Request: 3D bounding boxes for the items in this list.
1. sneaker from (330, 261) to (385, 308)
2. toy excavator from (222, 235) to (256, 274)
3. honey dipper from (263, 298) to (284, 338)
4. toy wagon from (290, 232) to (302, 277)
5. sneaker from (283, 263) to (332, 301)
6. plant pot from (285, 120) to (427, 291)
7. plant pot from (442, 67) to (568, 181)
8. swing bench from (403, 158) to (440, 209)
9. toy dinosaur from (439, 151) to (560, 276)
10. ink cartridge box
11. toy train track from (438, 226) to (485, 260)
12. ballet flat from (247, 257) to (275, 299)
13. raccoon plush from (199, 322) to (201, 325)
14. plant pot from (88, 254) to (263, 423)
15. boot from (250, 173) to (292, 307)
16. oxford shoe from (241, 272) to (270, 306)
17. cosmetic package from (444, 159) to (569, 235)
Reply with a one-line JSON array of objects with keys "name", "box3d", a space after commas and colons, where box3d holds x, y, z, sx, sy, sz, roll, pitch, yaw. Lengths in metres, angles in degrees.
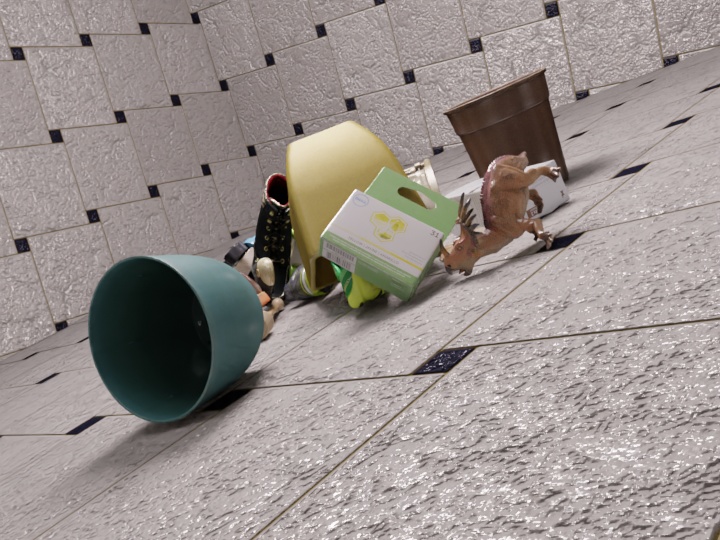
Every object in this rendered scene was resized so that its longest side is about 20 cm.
[{"name": "sneaker", "box3d": [0.000, 0.000, 1.197, 0.073, 0.085, 0.200, -23, 5, -1]}, {"name": "toy excavator", "box3d": [-0.209, -0.021, 1.656, 0.194, 0.100, 0.200, -44, 6, 48]}, {"name": "honey dipper", "box3d": [-0.151, 0.071, 1.333, 0.037, 0.038, 0.200, -22, 8, 7]}, {"name": "toy wagon", "box3d": [-0.130, -0.035, 1.598, 0.039, 0.202, 0.156, 6, -40, -12]}, {"name": "sneaker", "box3d": [-0.080, 0.000, 1.456, 0.080, 0.075, 0.200, -24, 7, 24]}, {"name": "plant pot", "box3d": [-0.029, -0.114, 1.295, 0.193, 0.202, 0.195, -23, -14, -9]}, {"name": "plant pot", "box3d": [0.275, -0.234, 1.475, 0.198, 0.201, 0.200, -22, 10, 4]}, {"name": "swing bench", "box3d": [0.063, -0.116, 1.556, 0.196, 0.131, 0.200, -21, 9, 8]}, {"name": "toy dinosaur", "box3d": [0.183, -0.091, 1.069, 0.133, 0.203, 0.086, 14, -20, -3]}, {"name": "ink cartridge box", "box3d": [0.051, -0.068, 1.127, 0.201, 0.144, 0.048, -55, -13, -33]}, {"name": "toy train track", "box3d": [0.114, -0.039, 1.300, 0.198, 0.033, 0.115, -20, 10, 30]}, {"name": "ballet flat", "box3d": [-0.195, 0.039, 1.417, 0.056, 0.067, 0.200, -2, -27, -30]}, {"name": "raccoon plush", "box3d": [-0.250, 0.068, 1.333, 0.134, 0.097, 0.199, -40, 15, -22]}, {"name": "plant pot", "box3d": [-0.216, 0.073, 1.035, 0.198, 0.204, 0.160, -18, -1, 30]}, {"name": "boot", "box3d": [-0.155, -0.055, 1.456, 0.072, 0.206, 0.154, 3, -32, -11]}, {"name": "oxford shoe", "box3d": [-0.232, 0.064, 1.397, 0.199, 0.073, 0.071, -34, 3, 40]}, {"name": "cosmetic package", "box3d": [0.230, -0.115, 1.319, 0.101, 0.075, 0.199, -29, 10, -29]}]
